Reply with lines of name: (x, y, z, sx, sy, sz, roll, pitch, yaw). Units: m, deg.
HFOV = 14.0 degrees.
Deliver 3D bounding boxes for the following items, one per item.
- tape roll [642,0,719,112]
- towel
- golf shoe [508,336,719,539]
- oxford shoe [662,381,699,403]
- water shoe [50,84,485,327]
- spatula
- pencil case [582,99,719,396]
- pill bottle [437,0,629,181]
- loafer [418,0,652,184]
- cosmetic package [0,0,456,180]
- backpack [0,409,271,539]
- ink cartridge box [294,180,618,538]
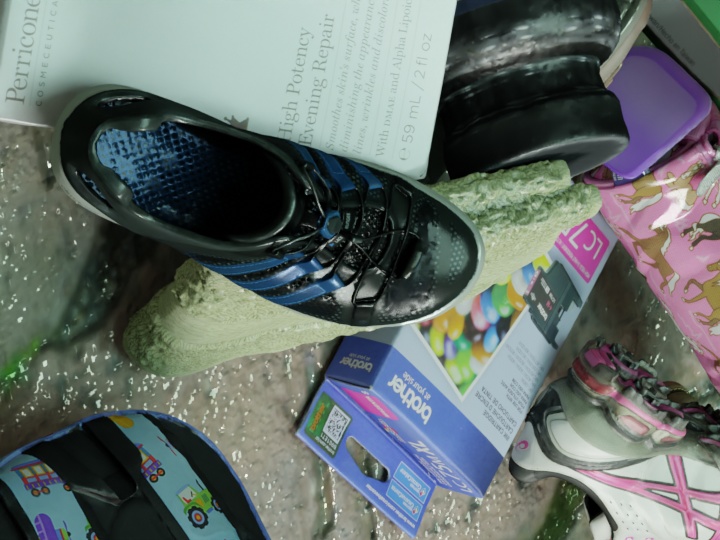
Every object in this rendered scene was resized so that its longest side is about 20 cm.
tape roll: (0.168, -0.146, 1.473, 0.048, 0.200, 0.200, -41, 132, -2)
towel: (0.000, 0.000, 1.348, 0.200, 0.148, 0.037, -11, 75, -25)
golf shoe: (0.165, 0.114, 1.592, 0.200, 0.073, 0.092, 33, 107, -31)
oxford shoe: (0.181, 0.164, 1.659, 0.071, 0.074, 0.200, -7, 105, -45)
water shoe: (-0.032, -0.018, 1.213, 0.200, 0.079, 0.072, 17, 94, -22)
spatula: (0.091, -0.041, 1.478, 0.200, 0.057, 0.021, -40, 167, -19)
pencil case: (0.199, 0.005, 1.559, 0.083, 0.087, 0.200, -31, 107, 6)
pill bottle: (0.057, -0.141, 1.365, 0.112, 0.112, 0.200, -5, 75, -46)
loafer: (0.066, -0.080, 1.448, 0.200, 0.072, 0.063, -42, 151, 5)
cosmetic package: (-0.066, -0.103, 1.264, 0.200, 0.074, 0.102, 6, 98, -21)
backpack: (-0.111, 0.173, 1.304, 0.183, 0.135, 0.200, -25, 85, -43)
ink cartridge box: (0.053, 0.031, 1.515, 0.119, 0.042, 0.200, 46, 68, -43)
